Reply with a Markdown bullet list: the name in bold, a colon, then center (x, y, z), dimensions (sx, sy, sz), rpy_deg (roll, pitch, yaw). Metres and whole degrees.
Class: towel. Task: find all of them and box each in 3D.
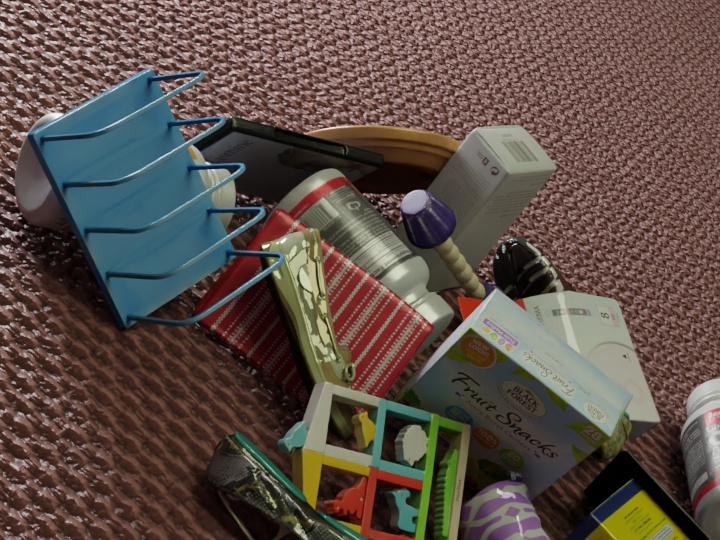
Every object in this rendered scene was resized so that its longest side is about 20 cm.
- **towel**: center (-0.046, 0.050, 1.555), dimensions (0.200, 0.022, 0.145), rpy_deg (37, 76, -2)

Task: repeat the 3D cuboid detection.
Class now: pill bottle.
- **pill bottle**: center (0.000, 0.000, 1.648), dimensions (0.200, 0.111, 0.111), rpy_deg (47, 32, 13)
- **pill bottle**: center (0.428, 0.219, 1.823), dimensions (0.111, 0.111, 0.200), rpy_deg (28, 33, -18)
- **pill bottle**: center (-0.224, -0.081, 1.537), dimensions (0.200, 0.109, 0.109), rpy_deg (11, 41, -37)

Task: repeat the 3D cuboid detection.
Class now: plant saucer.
- **plant saucer**: center (0.022, -0.121, 1.795), dimensions (0.200, 0.200, 0.037), rpy_deg (10, 78, -38)

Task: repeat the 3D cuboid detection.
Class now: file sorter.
- **file sorter**: center (-0.175, -0.066, 1.430), dimensions (0.139, 0.123, 0.200), rpy_deg (-35, 112, -32)

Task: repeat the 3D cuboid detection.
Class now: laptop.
- **laptop**: center (0.332, 0.260, 1.657), dimensions (0.177, 0.103, 0.200), rpy_deg (48, 25, 14)

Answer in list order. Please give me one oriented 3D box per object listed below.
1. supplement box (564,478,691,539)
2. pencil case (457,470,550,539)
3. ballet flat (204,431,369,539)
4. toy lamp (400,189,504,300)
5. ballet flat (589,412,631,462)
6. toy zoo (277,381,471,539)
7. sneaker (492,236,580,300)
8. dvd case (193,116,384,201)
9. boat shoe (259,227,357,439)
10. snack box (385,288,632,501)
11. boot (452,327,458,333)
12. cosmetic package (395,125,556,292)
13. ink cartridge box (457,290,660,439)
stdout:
- **supplement box**: center (0.281, 0.323, 1.541), dimensions (0.200, 0.109, 0.110), rpy_deg (48, 33, 14)
- **pencil case**: center (0.160, 0.292, 1.484), dimensions (0.085, 0.084, 0.200), rpy_deg (18, 38, -47)
- **ballet flat**: center (-0.054, 0.223, 1.368), dimensions (0.200, 0.072, 0.072), rpy_deg (38, 31, 3)
- **toy lamp**: center (0.099, -0.016, 1.714), dimensions (0.200, 0.058, 0.058), rpy_deg (50, 16, -46)
- **ballet flat**: center (0.178, 0.132, 1.613), dimensions (0.200, 0.071, 0.071), rpy_deg (29, 31, 4)
- **toy zoo**: center (0.010, 0.182, 1.462), dimensions (0.200, 0.020, 0.131), rpy_deg (18, 70, -30)
- **sneaker**: center (0.242, 0.043, 1.906), dimensions (0.200, 0.076, 0.116), rpy_deg (57, 29, 9)
- **dvd case**: center (-0.095, -0.112, 1.687), dimensions (0.200, 0.143, 0.018), rpy_deg (11, 67, -37)
- **boat shoe**: center (-0.036, 0.060, 1.507), dimensions (0.063, 0.073, 0.201), rpy_deg (-20, 81, -11)
- **snack box**: center (0.137, 0.133, 1.542), dimensions (0.169, 0.200, 0.068), rpy_deg (38, 48, -1)
- **boot**: center (0.165, 0.099, 1.758), dimensions (0.155, 0.077, 0.200), rpy_deg (22, 42, -18)
- **cosmetic package**: center (0.119, -0.067, 1.785), dimensions (0.102, 0.200, 0.074), rpy_deg (-7, 54, -50)
- **ink cartridge box**: center (0.214, 0.095, 1.702), dimensions (0.200, 0.057, 0.163), rpy_deg (12, 49, -36)
